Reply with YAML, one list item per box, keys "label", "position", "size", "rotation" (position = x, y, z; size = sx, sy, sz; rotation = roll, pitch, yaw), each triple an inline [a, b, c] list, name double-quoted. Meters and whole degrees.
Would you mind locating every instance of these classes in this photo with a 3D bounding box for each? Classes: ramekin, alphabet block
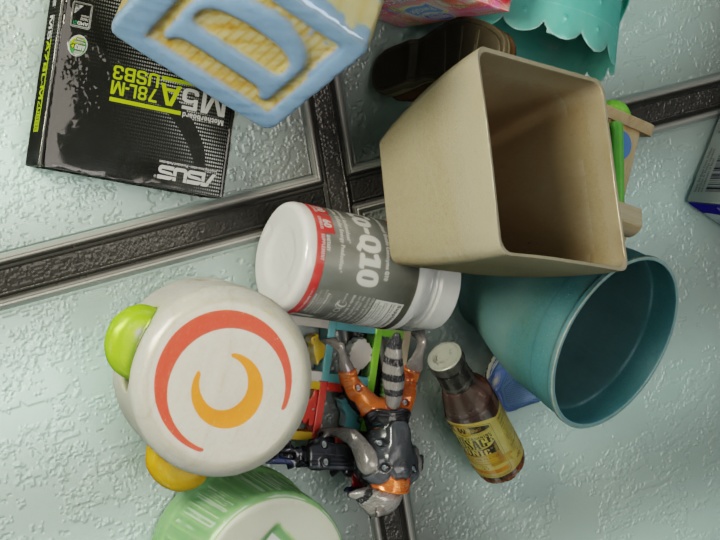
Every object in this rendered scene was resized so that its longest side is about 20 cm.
- label: "ramekin"
  position: [-0.110, 0.307, 1.527]
  size: [0.198, 0.097, 0.203]
  rotation: [-4, 97, -31]
- label: "alphabet block"
  position: [-0.089, -0.289, 1.383]
  size: [0.194, 0.196, 0.202]
  rotation: [30, 57, -23]

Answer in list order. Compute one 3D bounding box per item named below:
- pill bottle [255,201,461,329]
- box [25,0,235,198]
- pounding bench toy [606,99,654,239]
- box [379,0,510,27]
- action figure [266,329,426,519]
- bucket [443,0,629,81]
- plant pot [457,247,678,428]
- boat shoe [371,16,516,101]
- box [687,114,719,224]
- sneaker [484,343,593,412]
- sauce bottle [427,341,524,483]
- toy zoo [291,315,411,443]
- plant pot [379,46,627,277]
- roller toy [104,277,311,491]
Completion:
- label: "pill bottle"
  position: [0.000, 0.000, 1.555]
  size: [0.198, 0.114, 0.115]
  rotation: [10, 90, -32]
- label: "box"
  position: [-0.215, -0.180, 1.445]
  size: [0.198, 0.047, 0.196]
  rotation: [10, 86, -32]
- label: "pounding bench toy"
  position: [0.254, -0.122, 1.647]
  size: [0.123, 0.199, 0.158]
  rotation: [18, 86, -31]
- label: "box"
  position: [0.069, -0.315, 1.514]
  size: [0.094, 0.199, 0.104]
  rotation: [15, 85, -31]
- label: "action figure"
  position: [0.003, 0.166, 1.558]
  size: [0.198, 0.104, 0.196]
  rotation: [-3, 87, -35]
- label: "bucket"
  position: [0.192, -0.294, 1.598]
  size: [0.205, 0.206, 0.136]
  rotation: [14, 83, -31]
- label: "plant pot"
  position: [0.212, 0.040, 1.628]
  size: [0.199, 0.187, 0.202]
  rotation: [-24, 129, -33]
- label: "boat shoe"
  position: [0.099, -0.215, 1.545]
  size: [0.068, 0.199, 0.073]
  rotation: [17, 81, -37]
- label: "box"
  position: [0.540, -0.123, 1.877]
  size: [0.199, 0.105, 0.186]
  rotation: [28, 80, -29]
- label: "sneaker"
  position: [0.232, 0.110, 1.721]
  size: [0.199, 0.089, 0.079]
  rotation: [-24, 106, -25]
- label: "sauce bottle"
  position: [0.125, 0.158, 1.648]
  size: [0.066, 0.066, 0.201]
  rotation: [-47, 132, -19]
- label: "toy zoo"
  position: [-0.041, 0.118, 1.596]
  size: [0.198, 0.020, 0.133]
  rotation: [8, 91, -32]
- label: "plant pot"
  position: [0.129, -0.087, 1.494]
  size: [0.198, 0.176, 0.202]
  rotation: [6, 74, -44]
- label: "roller toy"
  position: [-0.148, 0.104, 1.460]
  size: [0.181, 0.140, 0.202]
  rotation: [-24, 102, -16]
